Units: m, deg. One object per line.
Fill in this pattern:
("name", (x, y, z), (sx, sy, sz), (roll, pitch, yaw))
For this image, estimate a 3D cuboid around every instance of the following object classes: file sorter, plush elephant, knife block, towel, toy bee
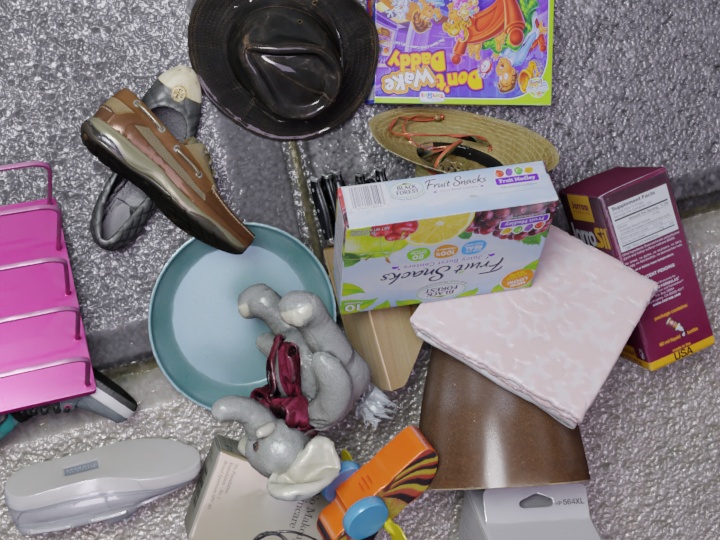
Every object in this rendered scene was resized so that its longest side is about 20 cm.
("file sorter", (-0.329, 0.017, 0.982), (0.137, 0.126, 0.203), (-11, 75, -19))
("plush elephant", (-0.072, 0.129, 1.042), (0.155, 0.164, 0.200), (-49, 116, -16))
("knife block", (0.000, 0.000, 1.107), (0.174, 0.064, 0.202), (31, 73, -24))
("towel", (0.175, 0.036, 1.080), (0.198, 0.032, 0.192), (30, 62, 13))
("toy bee", (-0.006, 0.241, 1.074), (0.197, 0.132, 0.109), (-19, 138, 8))

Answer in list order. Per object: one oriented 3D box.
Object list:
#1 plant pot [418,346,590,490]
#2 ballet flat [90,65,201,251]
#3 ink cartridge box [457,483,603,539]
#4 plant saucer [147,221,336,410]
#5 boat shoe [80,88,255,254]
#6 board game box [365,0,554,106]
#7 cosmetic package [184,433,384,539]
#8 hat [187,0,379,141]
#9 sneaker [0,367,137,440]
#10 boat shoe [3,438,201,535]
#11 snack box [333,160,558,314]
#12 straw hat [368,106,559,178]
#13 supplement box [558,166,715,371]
("plant pot", (0.143, 0.124, 1.134), (0.184, 0.187, 0.204), (0, 80, -13))
("ballet flat", (-0.210, -0.110, 1.074), (0.066, 0.057, 0.202), (24, 91, -15))
("ink cartridge box", (0.179, 0.328, 1.152), (0.126, 0.126, 0.203), (-2, 118, -12))
("plant saucer", (-0.124, 0.049, 1.124), (0.196, 0.036, 0.204), (-2, 98, -13))
("boat shoe", (-0.174, -0.095, 1.035), (0.200, 0.075, 0.074), (42, 71, -27))
("board game box", (0.105, -0.244, 1.136), (0.196, 0.045, 0.137), (-2, 97, -13))
("cosmetic package", (-0.078, 0.259, 1.142), (0.197, 0.073, 0.105), (20, 91, -13))
("hat", (-0.076, -0.202, 1.052), (0.197, 0.081, 0.203), (-2, 123, -3))
("sneaker", (-0.332, 0.134, 1.061), (0.198, 0.084, 0.122), (28, 85, -7))
("boat shoe", (-0.261, 0.229, 1.103), (0.197, 0.072, 0.070), (-13, 121, -18))
("snack box", (0.075, -0.029, 1.010), (0.196, 0.143, 0.054), (-8, 58, -8))
("straw hat", (0.099, -0.095, 1.098), (0.197, 0.202, 0.086), (2, 117, -13))
("supplement box", (0.302, -0.006, 1.176), (0.085, 0.110, 0.203), (-22, 101, -10))
